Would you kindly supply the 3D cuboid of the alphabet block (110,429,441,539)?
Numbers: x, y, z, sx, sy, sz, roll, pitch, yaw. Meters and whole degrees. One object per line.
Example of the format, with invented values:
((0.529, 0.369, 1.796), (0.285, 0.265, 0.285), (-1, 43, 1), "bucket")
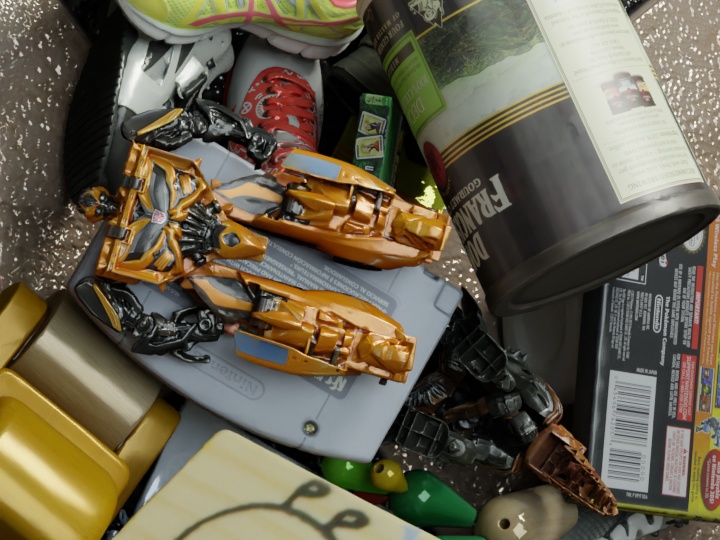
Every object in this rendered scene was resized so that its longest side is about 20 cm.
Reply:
((-0.039, 0.239, 1.307), (0.195, 0.200, 0.197), (-44, 140, -30), "alphabet block")

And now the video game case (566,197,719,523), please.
((0.216, 0.055, 1.532), (0.180, 0.025, 0.201), (10, 81, -27), "video game case")

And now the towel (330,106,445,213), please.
((0.030, -0.079, 1.581), (0.086, 0.018, 0.200), (34, 65, -19), "towel")

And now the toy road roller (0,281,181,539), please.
((-0.178, 0.103, 1.355), (0.123, 0.146, 0.200), (41, 63, -15), "toy road roller")

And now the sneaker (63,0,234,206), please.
((-0.117, -0.121, 1.477), (0.088, 0.074, 0.201), (24, 66, -25), "sneaker")

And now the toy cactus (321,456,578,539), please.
((0.063, 0.176, 1.460), (0.165, 0.102, 0.200), (-21, 49, -39), "toy cactus")

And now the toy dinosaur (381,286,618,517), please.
((0.081, 0.078, 1.475), (0.136, 0.200, 0.102), (29, 77, -51), "toy dinosaur")

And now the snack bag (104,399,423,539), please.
((-0.072, 0.197, 1.465), (0.188, 0.021, 0.200), (31, 67, -20), "snack bag")

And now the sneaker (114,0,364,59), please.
((-0.062, -0.180, 1.446), (0.200, 0.090, 0.078), (1, 69, -41), "sneaker")

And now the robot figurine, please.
((-0.057, -0.012, 1.353), (0.199, 0.058, 0.145), (16, 85, -9), "robot figurine")

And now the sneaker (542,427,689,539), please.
((0.140, 0.144, 1.569), (0.200, 0.066, 0.091), (-21, 81, -29), "sneaker")

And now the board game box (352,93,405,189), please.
((0.000, 0.000, 1.480), (0.023, 0.105, 0.201), (8, 86, 8), "board game box")

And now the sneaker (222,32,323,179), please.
((-0.043, -0.072, 1.488), (0.067, 0.108, 0.202), (22, 70, -23), "sneaker")

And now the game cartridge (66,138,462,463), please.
((-0.058, 0.019, 1.399), (0.200, 0.042, 0.133), (31, 88, -7), "game cartridge")

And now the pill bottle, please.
((0.199, 0.035, 1.598), (0.199, 0.104, 0.105), (2, 78, -28), "pill bottle")

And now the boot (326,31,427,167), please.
((0.019, -0.164, 1.560), (0.200, 0.068, 0.131), (41, 69, -5), "boot")

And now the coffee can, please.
((0.102, -0.093, 1.433), (0.146, 0.146, 0.201), (-17, 77, -30), "coffee can")
